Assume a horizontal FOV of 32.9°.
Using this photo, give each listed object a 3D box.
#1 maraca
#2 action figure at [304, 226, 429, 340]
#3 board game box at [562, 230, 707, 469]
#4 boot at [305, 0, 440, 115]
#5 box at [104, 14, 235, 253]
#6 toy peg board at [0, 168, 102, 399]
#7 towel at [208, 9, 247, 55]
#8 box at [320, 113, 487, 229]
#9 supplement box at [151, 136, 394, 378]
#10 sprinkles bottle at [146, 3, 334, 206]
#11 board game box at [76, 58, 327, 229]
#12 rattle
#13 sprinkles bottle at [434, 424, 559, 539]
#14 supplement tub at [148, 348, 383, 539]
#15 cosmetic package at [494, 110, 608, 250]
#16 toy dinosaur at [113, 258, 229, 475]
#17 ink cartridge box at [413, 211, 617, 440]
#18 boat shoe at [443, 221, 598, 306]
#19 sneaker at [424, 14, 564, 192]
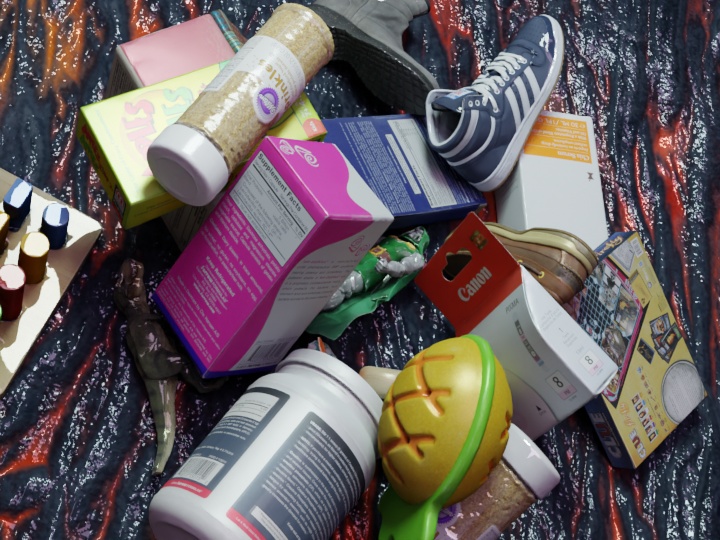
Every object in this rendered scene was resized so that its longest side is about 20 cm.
[{"bbox_3d":[0.063,0.149,1.027,0.106,0.137,0.202,22,90,-15],"label":"maraca"},{"bbox_3d":[0.000,0.000,1.212,0.117,0.055,0.199,29,39,33],"label":"action figure"},{"bbox_3d":[0.270,0.080,1.247,0.135,0.034,0.202,-35,106,-30],"label":"board game box"},{"bbox_3d":[0.038,-0.264,1.338,0.199,0.070,0.131,39,58,19],"label":"boot"},{"bbox_3d":[-0.154,-0.123,1.187,0.108,0.128,0.201,-26,77,-28],"label":"box"},{"bbox_3d":[-0.358,-0.026,1.085,0.198,0.098,0.201,29,59,-5],"label":"toy peg board"},{"bbox_3d":[-0.077,-0.163,1.235,0.022,0.147,0.201,-33,77,5],"label":"towel"},{"bbox_3d":[0.037,-0.104,1.267,0.199,0.032,0.122,-9,68,-46],"label":"box"},{"bbox_3d":[-0.080,-0.010,1.085,0.101,0.200,0.104,0,47,-54],"label":"supplement box"},{"bbox_3d":[-0.100,-0.146,1.047,0.068,0.068,0.201,36,60,0],"label":"sprinkles bottle"},{"bbox_3d":[-0.141,-0.123,1.090,0.198,0.048,0.102,-23,75,-26],"label":"board game box"},{"bbox_3d":[0.032,0.149,1.142,0.198,0.130,0.145,10,103,-32],"label":"rattle"},{"bbox_3d":[0.084,0.228,1.081,0.200,0.068,0.068,-43,83,-3],"label":"sprinkles bottle"},{"bbox_3d":[-0.075,0.181,1.059,0.140,0.141,0.200,40,59,3],"label":"supplement tub"},{"bbox_3d":[0.205,-0.072,1.324,0.100,0.071,0.202,5,64,-17],"label":"cosmetic package"},{"bbox_3d":[-0.172,0.084,1.131,0.087,0.048,0.202,-10,71,-17],"label":"toy dinosaur"},{"bbox_3d":[0.133,0.064,1.178,0.200,0.163,0.057,44,58,4],"label":"ink cartridge box"},{"bbox_3d":[0.142,-0.001,1.206,0.072,0.199,0.068,44,68,-30],"label":"boat shoe"},{"bbox_3d":[0.138,-0.194,1.276,0.108,0.070,0.202,27,83,-38],"label":"sneaker"}]
